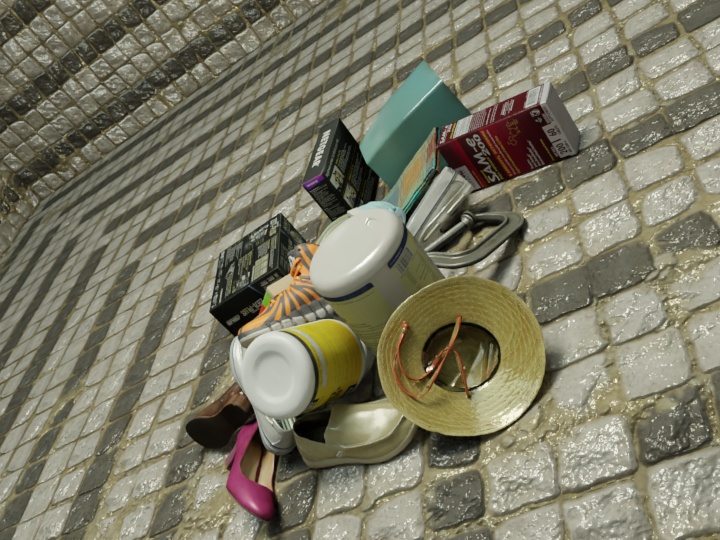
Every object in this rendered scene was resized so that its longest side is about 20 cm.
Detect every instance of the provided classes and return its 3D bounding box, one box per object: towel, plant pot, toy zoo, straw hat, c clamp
[{"bbox_3d":[0.078,-0.138,1.340,0.200,0.022,0.147,-55,17,35],"label":"towel"},{"bbox_3d":[0.103,-0.252,1.445,0.200,0.141,0.142,-42,27,13],"label":"plant pot"},{"bbox_3d":[-0.112,0.057,1.262,0.131,0.020,0.201,-32,-20,-33],"label":"toy zoo"},{"bbox_3d":[0.124,0.107,0.960,0.201,0.201,0.085,-40,-15,2],"label":"straw hat"},{"bbox_3d":[0.141,-0.046,1.158,0.199,0.027,0.170,-32,24,-31],"label":"c clamp"}]

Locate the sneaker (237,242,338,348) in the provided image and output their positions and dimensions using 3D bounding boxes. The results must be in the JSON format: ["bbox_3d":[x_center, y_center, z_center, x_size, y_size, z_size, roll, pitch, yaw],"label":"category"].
[{"bbox_3d":[-0.099,0.033,1.127,0.199,0.113,0.078,-23,-16,-19],"label":"sneaker"}]

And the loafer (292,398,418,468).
[{"bbox_3d":[-0.012,0.207,1.010,0.199,0.068,0.076,-24,34,30],"label":"loafer"}]

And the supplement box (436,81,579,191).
[{"bbox_3d":[0.234,-0.209,1.247,0.199,0.109,0.061,-18,36,37],"label":"supplement box"}]

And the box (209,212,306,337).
[{"bbox_3d":[-0.192,0.008,1.487,0.163,0.086,0.201,-32,30,16],"label":"box"}]

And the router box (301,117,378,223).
[{"bbox_3d":[-0.032,-0.176,1.483,0.051,0.149,0.201,-23,33,27],"label":"router box"}]

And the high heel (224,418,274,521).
[{"bbox_3d":[-0.139,0.266,1.079,0.096,0.067,0.200,-54,26,-2],"label":"high heel"}]

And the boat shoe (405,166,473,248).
[{"bbox_3d":[0.107,-0.066,1.245,0.201,0.065,0.072,-58,4,8],"label":"boat shoe"}]

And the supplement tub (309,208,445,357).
[{"bbox_3d":[0.041,0.032,1.049,0.144,0.200,0.146,-29,31,19],"label":"supplement tub"}]

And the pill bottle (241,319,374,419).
[{"bbox_3d":[-0.062,0.126,1.056,0.111,0.113,0.199,-23,-8,29],"label":"pill bottle"}]

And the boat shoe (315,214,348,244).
[{"bbox_3d":[-0.052,-0.025,1.381,0.201,0.072,0.061,-45,-9,-16],"label":"boat shoe"}]

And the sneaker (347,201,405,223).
[{"bbox_3d":[0.038,-0.077,1.230,0.081,0.074,0.200,-26,22,-7],"label":"sneaker"}]

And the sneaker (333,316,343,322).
[{"bbox_3d":[-0.086,0.107,1.192,0.073,0.116,0.201,1,50,48],"label":"sneaker"}]

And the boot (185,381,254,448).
[{"bbox_3d":[-0.178,0.183,1.253,0.186,0.064,0.200,-31,16,42],"label":"boot"}]

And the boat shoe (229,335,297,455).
[{"bbox_3d":[-0.131,0.162,1.123,0.201,0.073,0.067,60,144,29],"label":"boat shoe"}]
